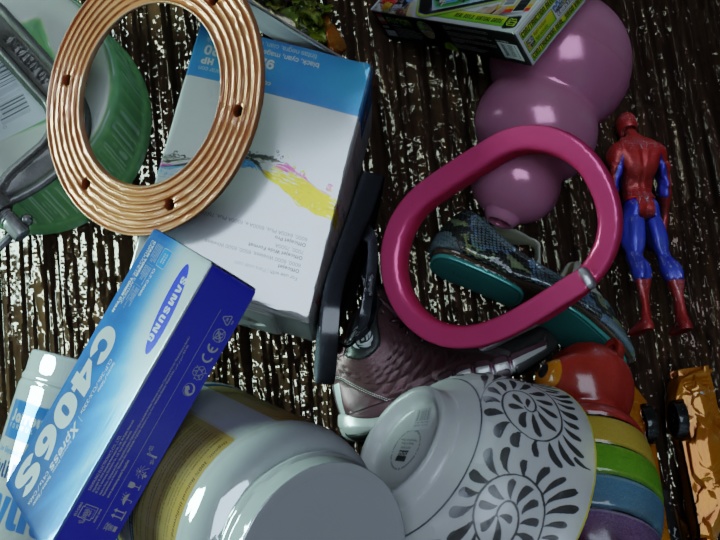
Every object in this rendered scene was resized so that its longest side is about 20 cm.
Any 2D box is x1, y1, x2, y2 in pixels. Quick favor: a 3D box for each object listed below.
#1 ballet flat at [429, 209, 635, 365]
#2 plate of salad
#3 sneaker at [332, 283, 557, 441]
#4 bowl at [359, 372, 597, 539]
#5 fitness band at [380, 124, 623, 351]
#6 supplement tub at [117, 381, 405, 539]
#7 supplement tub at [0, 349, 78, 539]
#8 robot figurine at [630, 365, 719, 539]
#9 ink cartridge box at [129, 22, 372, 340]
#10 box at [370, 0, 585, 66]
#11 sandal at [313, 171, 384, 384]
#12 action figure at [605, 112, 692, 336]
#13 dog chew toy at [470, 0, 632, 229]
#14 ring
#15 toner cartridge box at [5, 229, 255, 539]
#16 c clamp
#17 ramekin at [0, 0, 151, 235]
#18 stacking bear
[{"bbox_3d":[0.155,0.009,0.794,0.197,0.074,0.075,31,80,0],"label":"ballet flat"},{"bbox_3d":[-0.082,-0.225,0.757,0.198,0.200,0.049,32,102,3],"label":"plate of salad"},{"bbox_3d":[0.059,0.056,0.776,0.196,0.076,0.118,-21,78,-5],"label":"sneaker"},{"bbox_3d":[0.059,0.144,0.650,0.094,0.200,0.203,37,80,-23],"label":"bowl"},{"bbox_3d":[0.106,-0.024,0.721,0.198,0.037,0.146,-31,77,20],"label":"fitness band"},{"bbox_3d":[-0.075,0.163,0.615,0.142,0.198,0.148,-4,98,-33],"label":"supplement tub"},{"bbox_3d":[-0.221,0.175,0.713,0.129,0.132,0.205,13,80,0],"label":"supplement tub"},{"bbox_3d":[0.257,0.187,0.768,0.141,0.058,0.205,-5,80,-3],"label":"robot figurine"},{"bbox_3d":[-0.080,-0.062,0.751,0.141,0.147,0.204,14,80,2],"label":"ink cartridge box"},{"bbox_3d":[0.103,-0.237,0.781,0.111,0.199,0.035,-50,128,-9],"label":"box"},{"bbox_3d":[0.000,-0.001,0.748,0.042,0.077,0.203,13,54,4],"label":"sandal"},{"bbox_3d":[0.246,-0.044,0.814,0.064,0.052,0.205,0,75,-8],"label":"action figure"},{"bbox_3d":[0.152,-0.132,0.786,0.122,0.125,0.203,23,80,2],"label":"dog chew toy"},{"bbox_3d":[-0.150,-0.126,0.671,0.196,0.019,0.206,-2,85,28],"label":"ring"},{"bbox_3d":[-0.153,0.079,0.609,0.043,0.094,0.203,33,83,-39],"label":"toner cartridge box"},{"bbox_3d":[-0.302,-0.112,0.711,0.170,0.027,0.201,-37,84,-8],"label":"c clamp"},{"bbox_3d":[-0.282,-0.140,0.781,0.195,0.098,0.205,0,80,-3],"label":"ramekin"},{"bbox_3d":[0.168,0.146,0.693,0.112,0.122,0.203,21,53,-15],"label":"stacking bear"}]
